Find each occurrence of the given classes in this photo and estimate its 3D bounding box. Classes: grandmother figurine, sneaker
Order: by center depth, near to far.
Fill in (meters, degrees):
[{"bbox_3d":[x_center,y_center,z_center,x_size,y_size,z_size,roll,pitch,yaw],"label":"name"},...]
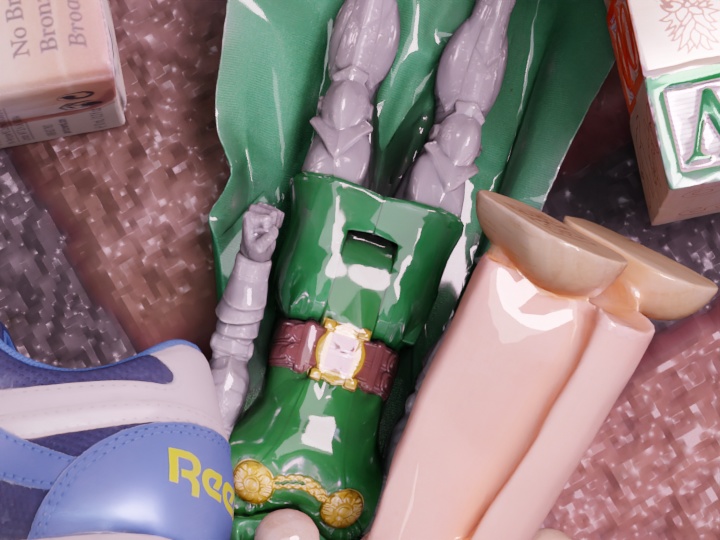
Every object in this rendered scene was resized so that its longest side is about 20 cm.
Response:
[{"bbox_3d":[0.015,0.082,0.759,0.121,0.061,0.201,16,102,-39],"label":"grandmother figurine"},{"bbox_3d":[-0.125,0.054,0.771,0.199,0.074,0.083,3,64,8],"label":"sneaker"}]

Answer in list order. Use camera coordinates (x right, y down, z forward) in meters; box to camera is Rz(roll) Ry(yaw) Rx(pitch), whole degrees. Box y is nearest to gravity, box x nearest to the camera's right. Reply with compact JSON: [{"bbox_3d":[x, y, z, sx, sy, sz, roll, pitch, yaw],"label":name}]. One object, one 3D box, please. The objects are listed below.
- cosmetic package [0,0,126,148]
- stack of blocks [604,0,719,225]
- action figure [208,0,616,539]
[{"bbox_3d":[-0.166,-0.073,0.777,0.199,0.087,0.104,-12,85,-3],"label":"cosmetic package"},{"bbox_3d":[0.166,-0.063,0.762,0.199,0.059,0.116,-11,82,-1],"label":"stack of blocks"},{"bbox_3d":[0.000,0.000,0.795,0.117,0.055,0.201,15,87,-3],"label":"action figure"}]
